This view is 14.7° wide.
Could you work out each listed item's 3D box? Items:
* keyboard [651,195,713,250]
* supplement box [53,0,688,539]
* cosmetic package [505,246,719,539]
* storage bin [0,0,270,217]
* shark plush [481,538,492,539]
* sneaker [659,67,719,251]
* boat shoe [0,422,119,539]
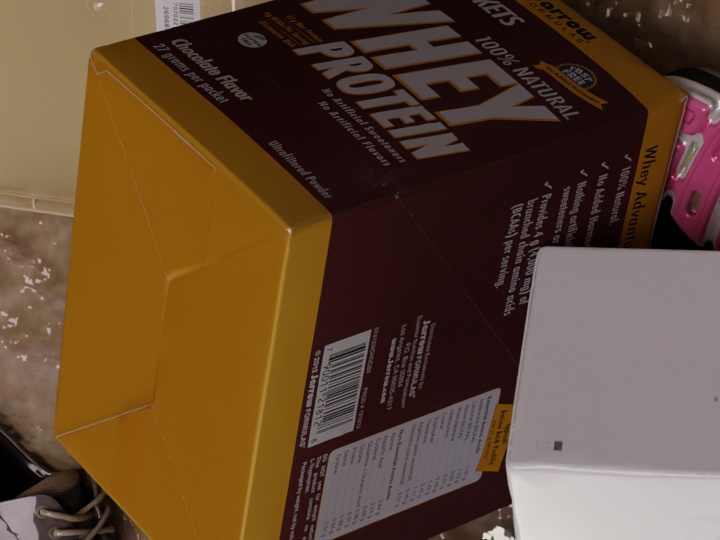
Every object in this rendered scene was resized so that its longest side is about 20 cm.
[{"bbox_3d":[0.104,-0.029,1.229,0.200,0.021,0.127,32,117,15],"label":"keyboard"},{"bbox_3d":[0.000,0.000,1.139,0.133,0.200,0.198,41,136,36],"label":"supplement box"},{"bbox_3d":[0.168,0.102,1.101,0.199,0.123,0.200,2,134,10],"label":"cosmetic package"},{"bbox_3d":[-0.097,-0.129,1.255,0.198,0.094,0.201,8,110,24],"label":"storage bin"},{"bbox_3d":[0.101,0.202,1.215,0.200,0.091,0.083,39,157,25],"label":"shark plush"},{"bbox_3d":[0.207,-0.032,1.135,0.200,0.088,0.074,27,139,10],"label":"sneaker"},{"bbox_3d":[-0.162,0.133,1.389,0.200,0.074,0.073,36,120,10],"label":"boat shoe"}]
